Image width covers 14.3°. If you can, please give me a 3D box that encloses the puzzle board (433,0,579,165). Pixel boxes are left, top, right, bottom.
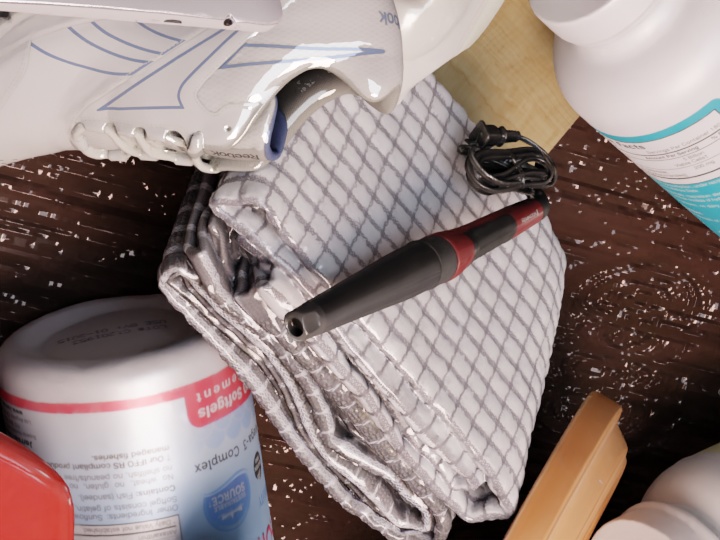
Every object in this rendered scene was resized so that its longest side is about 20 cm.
[{"bbox_3d":[0.044,-0.144,1.317,0.151,0.017,0.200,-50,118,-8],"label":"puzzle board"}]

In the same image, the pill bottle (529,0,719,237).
[{"bbox_3d":[0.164,-0.090,1.317,0.200,0.111,0.111,38,85,-37],"label":"pill bottle"}]

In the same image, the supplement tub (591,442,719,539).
[{"bbox_3d":[0.223,0.139,1.384,0.200,0.145,0.145,-22,111,-27],"label":"supplement tub"}]

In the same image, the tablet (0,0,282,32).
[{"bbox_3d":[-0.106,-0.178,1.119,0.130,0.014,0.200,3,56,-24],"label":"tablet"}]

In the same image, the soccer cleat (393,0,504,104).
[{"bbox_3d":[0.049,-0.149,1.254,0.200,0.069,0.078,-50,160,-42],"label":"soccer cleat"}]

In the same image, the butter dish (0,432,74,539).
[{"bbox_3d":[-0.203,0.094,1.185,0.200,0.199,0.148,23,69,-28],"label":"butter dish"}]

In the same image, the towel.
[{"bbox_3d":[0.000,0.000,1.252,0.200,0.085,0.166,48,39,-26],"label":"towel"}]

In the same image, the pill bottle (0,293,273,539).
[{"bbox_3d":[-0.092,0.119,1.264,0.109,0.109,0.200,-15,109,-21],"label":"pill bottle"}]

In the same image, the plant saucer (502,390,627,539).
[{"bbox_3d":[0.072,0.149,1.308,0.032,0.200,0.201,28,90,7],"label":"plant saucer"}]

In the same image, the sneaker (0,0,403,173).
[{"bbox_3d":[-0.076,-0.076,1.148,0.200,0.075,0.087,-19,73,10],"label":"sneaker"}]

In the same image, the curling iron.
[{"bbox_3d":[0.024,-0.012,1.199,0.050,0.026,0.200,46,40,6],"label":"curling iron"}]

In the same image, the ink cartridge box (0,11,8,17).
[{"bbox_3d":[-0.146,-0.199,1.205,0.200,0.057,0.163,-37,115,-25],"label":"ink cartridge box"}]
